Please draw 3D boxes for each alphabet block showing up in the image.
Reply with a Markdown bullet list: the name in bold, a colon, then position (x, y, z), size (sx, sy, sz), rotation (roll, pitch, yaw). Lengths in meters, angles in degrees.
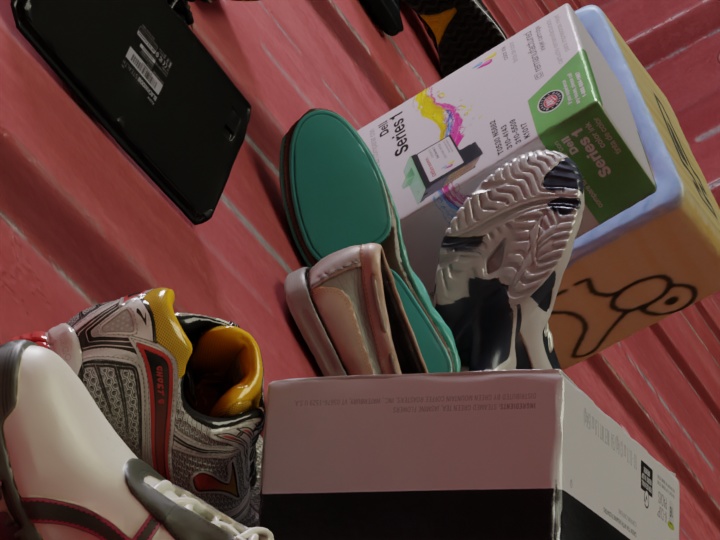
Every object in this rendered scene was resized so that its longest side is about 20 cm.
- **alphabet block**: position (0.174, -0.063, 2.209), size (0.200, 0.194, 0.197), rotation (42, 25, -61)

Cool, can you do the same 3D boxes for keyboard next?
- **keyboard**: position (-0.120, -0.116, 1.405), size (0.200, 0.039, 0.105), rotation (52, 54, -49)

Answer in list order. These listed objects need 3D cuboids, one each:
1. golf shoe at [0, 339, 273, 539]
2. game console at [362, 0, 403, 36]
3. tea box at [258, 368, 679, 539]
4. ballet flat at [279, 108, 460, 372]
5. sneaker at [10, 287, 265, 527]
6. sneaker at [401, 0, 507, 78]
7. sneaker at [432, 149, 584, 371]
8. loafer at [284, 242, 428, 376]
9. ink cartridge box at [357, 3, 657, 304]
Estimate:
- **golf shoe**: position (-0.072, 0.107, 1.017), size (0.201, 0.088, 0.077), rotation (61, 13, 1)
- **game console**: position (0.022, -0.333, 2.340), size (0.176, 0.116, 0.201), rotation (55, 14, -32)
- **tea box**: position (0.049, 0.161, 1.147), size (0.200, 0.133, 0.198), rotation (37, 54, -64)
- **ballet flat**: position (0.000, 0.000, 1.661), size (0.070, 0.067, 0.201), rotation (110, -44, -72)
- **sneaker**: position (-0.066, 0.069, 1.135), size (0.200, 0.082, 0.078), rotation (44, 22, -59)
- **sneaker**: position (0.086, -0.243, 2.530), size (0.201, 0.070, 0.090), rotation (55, 17, -24)
- **sneaker**: position (0.094, 0.027, 1.733), size (0.130, 0.079, 0.200), rotation (40, 66, -72)
- **loafer**: position (0.028, 0.077, 1.572), size (0.201, 0.063, 0.072), rotation (59, 13, -15)
- **ink cartridge box**: position (0.082, -0.066, 1.798), size (0.084, 0.199, 0.145), rotation (52, 15, -29)
